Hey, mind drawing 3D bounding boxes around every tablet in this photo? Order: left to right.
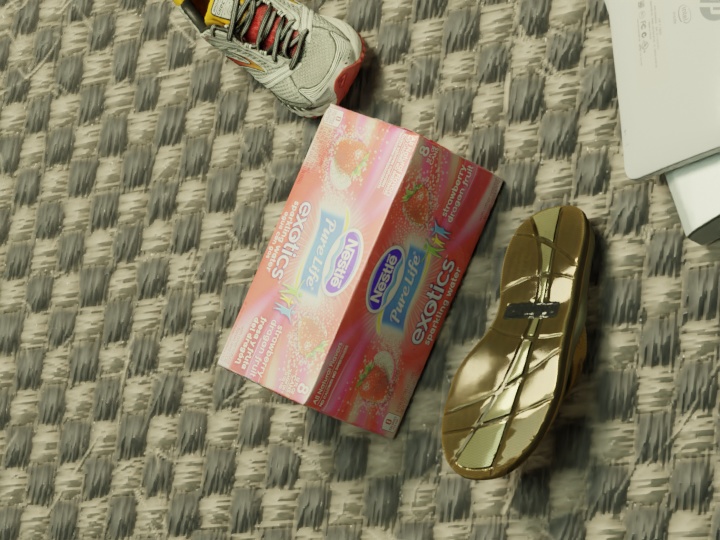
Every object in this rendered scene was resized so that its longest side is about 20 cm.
[{"bbox_3d":[0.218,-0.166,1.685,0.130,0.014,0.200,-21,62,34],"label":"tablet"}]

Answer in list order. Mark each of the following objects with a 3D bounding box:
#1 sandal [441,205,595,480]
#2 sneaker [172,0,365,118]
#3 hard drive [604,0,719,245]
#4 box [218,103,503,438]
[{"bbox_3d":[0.116,0.052,1.705,0.080,0.054,0.200,1,60,35],"label":"sandal"},{"bbox_3d":[-0.075,-0.175,1.929,0.200,0.082,0.078,32,96,42],"label":"sneaker"},{"bbox_3d":[0.240,-0.133,1.680,0.132,0.026,0.200,-33,55,27],"label":"hard drive"},{"bbox_3d":[0.000,0.000,1.784,0.095,0.103,0.200,23,88,43],"label":"box"}]
